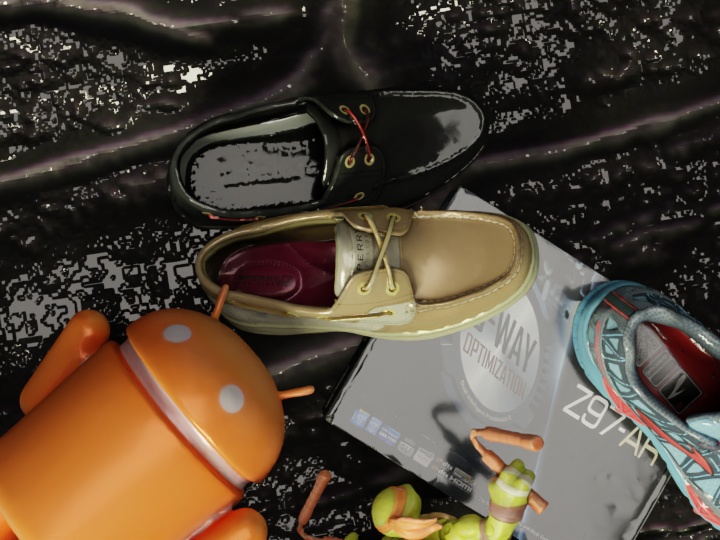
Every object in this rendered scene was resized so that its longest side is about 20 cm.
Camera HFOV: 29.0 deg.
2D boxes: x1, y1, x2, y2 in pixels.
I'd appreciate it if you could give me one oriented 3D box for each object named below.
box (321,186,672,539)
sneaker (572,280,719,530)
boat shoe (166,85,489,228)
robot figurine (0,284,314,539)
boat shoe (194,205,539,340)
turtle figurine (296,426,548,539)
[{"bbox_3d":[0.100,0.070,0.838,0.199,0.044,0.161,32,87,-4],"label":"box"},{"bbox_3d":[0.201,0.089,0.777,0.200,0.096,0.079,41,87,-3],"label":"sneaker"},{"bbox_3d":[-0.016,-0.068,0.822,0.199,0.063,0.075,-12,85,-7],"label":"boat shoe"},{"bbox_3d":[-0.125,0.101,0.759,0.200,0.144,0.117,-41,122,-3],"label":"robot figurine"},{"bbox_3d":[0.000,0.000,0.784,0.198,0.066,0.075,-9,72,17],"label":"boat shoe"},{"bbox_3d":[0.064,0.163,0.782,0.161,0.199,0.065,39,44,-22],"label":"turtle figurine"}]
